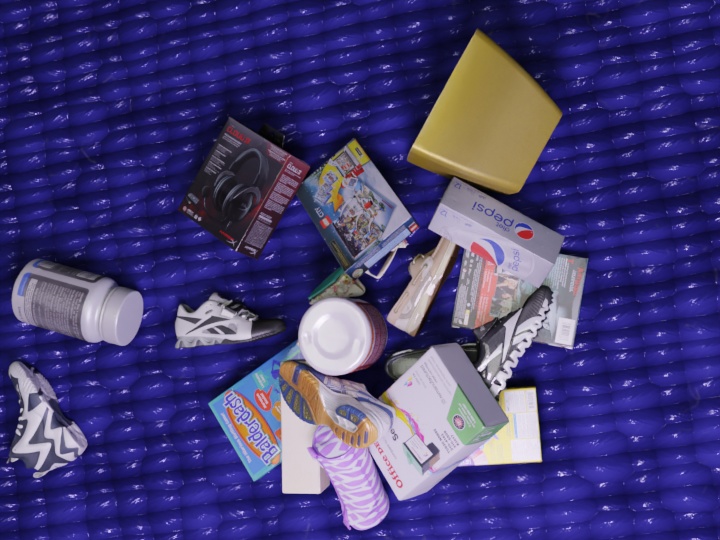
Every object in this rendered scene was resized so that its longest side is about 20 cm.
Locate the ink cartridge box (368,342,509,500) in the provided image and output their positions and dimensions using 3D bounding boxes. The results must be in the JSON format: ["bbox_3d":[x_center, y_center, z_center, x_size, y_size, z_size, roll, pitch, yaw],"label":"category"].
[{"bbox_3d":[0.103,0.230,1.392,0.200,0.083,0.146,-47,64,28],"label":"ink cartridge box"}]

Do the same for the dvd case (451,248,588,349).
[{"bbox_3d":[0.254,0.035,1.468,0.196,0.022,0.149,9,89,13],"label":"dvd case"}]

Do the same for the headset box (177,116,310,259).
[{"bbox_3d":[-0.189,-0.145,1.525,0.148,0.077,0.202,33,95,26],"label":"headset box"}]

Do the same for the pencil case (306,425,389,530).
[{"bbox_3d":[-0.016,0.318,1.422,0.085,0.202,0.084,-36,39,-18],"label":"pencil case"}]

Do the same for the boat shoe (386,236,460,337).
[{"bbox_3d":[0.106,0.004,1.476,0.064,0.072,0.203,26,96,13],"label":"boat shoe"}]

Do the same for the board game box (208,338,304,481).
[{"bbox_3d":[-0.133,0.229,1.523,0.199,0.045,0.153,-36,81,8],"label":"board game box"}]

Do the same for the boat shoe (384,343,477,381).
[{"bbox_3d":[0.135,0.156,1.464,0.196,0.060,0.077,-8,85,11],"label":"boat shoe"}]

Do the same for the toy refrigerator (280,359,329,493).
[{"bbox_3d":[-0.090,0.244,1.453,0.069,0.076,0.204,-2,88,10],"label":"toy refrigerator"}]

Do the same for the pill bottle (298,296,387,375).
[{"bbox_3d":[-0.020,0.101,1.429,0.112,0.200,0.117,-1,86,12],"label":"pill bottle"}]

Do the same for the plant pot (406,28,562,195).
[{"bbox_3d":[0.196,-0.221,1.415,0.175,0.200,0.202,30,93,1],"label":"plant pot"}]

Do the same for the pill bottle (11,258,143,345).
[{"bbox_3d":[-0.482,0.057,1.570,0.197,0.114,0.116,15,90,12],"label":"pill bottle"}]

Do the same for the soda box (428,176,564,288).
[{"bbox_3d":[0.209,-0.058,1.414,0.198,0.064,0.069,28,50,3],"label":"soda box"}]

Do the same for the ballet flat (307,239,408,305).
[{"bbox_3d":[0.000,0.000,1.499,0.064,0.076,0.200,44,99,-7],"label":"ballet flat"}]

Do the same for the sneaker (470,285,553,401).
[{"bbox_3d":[0.222,0.098,1.415,0.090,0.066,0.202,32,84,6],"label":"sneaker"}]

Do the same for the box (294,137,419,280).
[{"bbox_3d":[-0.010,-0.102,1.480,0.136,0.038,0.201,-39,55,8],"label":"box"}]

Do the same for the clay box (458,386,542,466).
[{"bbox_3d":[0.185,0.249,1.456,0.196,0.048,0.117,-5,86,13],"label":"clay box"}]

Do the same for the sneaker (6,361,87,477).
[{"bbox_3d":[-0.582,0.269,1.595,0.129,0.079,0.200,-38,90,-2],"label":"sneaker"}]

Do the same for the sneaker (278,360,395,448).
[{"bbox_3d":[-0.036,0.196,1.379,0.199,0.088,0.076,32,120,29],"label":"sneaker"}]

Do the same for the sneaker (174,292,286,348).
[{"bbox_3d":[-0.222,0.080,1.535,0.196,0.074,0.090,-5,88,11],"label":"sneaker"}]
